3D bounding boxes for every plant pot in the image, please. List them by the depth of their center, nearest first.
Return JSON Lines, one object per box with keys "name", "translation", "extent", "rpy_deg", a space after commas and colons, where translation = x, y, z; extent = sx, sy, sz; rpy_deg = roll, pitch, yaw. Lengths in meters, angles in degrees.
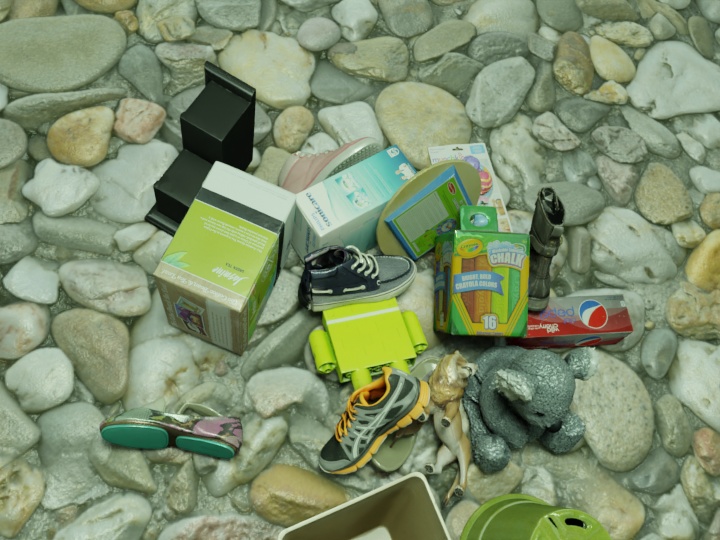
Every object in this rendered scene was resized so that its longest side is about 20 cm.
{"name": "plant pot", "translation": [0.014, 0.403, 0.890], "extent": [0.197, 0.178, 0.202], "rpy_deg": [-18, 70, -17]}
{"name": "plant pot", "translation": [0.247, 0.390, 0.928], "extent": [0.197, 0.191, 0.203], "rpy_deg": [3, 65, -7]}

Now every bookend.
{"name": "bookend", "translation": [-0.254, -0.177, 1.093], "extent": [0.091, 0.199, 0.201], "rpy_deg": [29, 66, 3]}

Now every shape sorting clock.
{"name": "shape sorting clock", "translation": [0.110, -0.095, 1.119], "extent": [0.198, 0.201, 0.039], "rpy_deg": [-20, 54, -17]}

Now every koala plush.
{"name": "koala plush", "translation": [0.245, 0.174, 1.016], "extent": [0.175, 0.201, 0.186], "rpy_deg": [-12, 68, -13]}

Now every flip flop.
{"name": "flip flop", "translation": [0.075, 0.210, 1.052], "extent": [0.081, 0.058, 0.200], "rpy_deg": [37, 66, 8]}

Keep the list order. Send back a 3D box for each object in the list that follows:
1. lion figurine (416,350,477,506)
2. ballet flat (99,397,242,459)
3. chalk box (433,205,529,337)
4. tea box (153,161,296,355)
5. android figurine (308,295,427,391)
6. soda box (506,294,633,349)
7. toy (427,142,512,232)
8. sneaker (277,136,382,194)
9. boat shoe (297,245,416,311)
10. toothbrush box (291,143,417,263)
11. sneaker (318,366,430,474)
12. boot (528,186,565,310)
{"name": "lion figurine", "translation": [0.133, 0.230, 1.029], "extent": [0.071, 0.203, 0.122], "rpy_deg": [3, 19, 22]}
{"name": "ballet flat", "translation": [-0.265, 0.220, 0.996], "extent": [0.197, 0.070, 0.072], "rpy_deg": [10, 47, -9]}
{"name": "chalk box", "translation": [0.187, -0.001, 1.092], "extent": [0.123, 0.124, 0.204], "rpy_deg": [1, 89, -8]}
{"name": "tea box", "translation": [-0.194, -0.011, 1.029], "extent": [0.132, 0.200, 0.199], "rpy_deg": [23, 66, 1]}
{"name": "android figurine", "translation": [0.010, 0.102, 1.084], "extent": [0.179, 0.041, 0.202], "rpy_deg": [-12, 54, -14]}
{"name": "soda box", "translation": [0.339, 0.086, 1.146], "extent": [0.197, 0.064, 0.071], "rpy_deg": [-2, 66, -9]}
{"name": "toy", "translation": [0.200, -0.150, 1.237], "extent": [0.113, 0.047, 0.203], "rpy_deg": [-6, 68, -13]}
{"name": "sneaker", "translation": [-0.061, -0.176, 1.154], "extent": [0.199, 0.075, 0.106], "rpy_deg": [-38, 60, 20]}
{"name": "boat shoe", "translation": [0.000, 0.000, 1.077], "extent": [0.197, 0.093, 0.075], "rpy_deg": [-17, 55, -17]}
{"name": "toothbrush box", "translation": [-0.009, -0.093, 1.125], "extent": [0.198, 0.147, 0.086], "rpy_deg": [-31, 71, -19]}
{"name": "sneaker", "translation": [0.005, 0.209, 0.991], "extent": [0.077, 0.079, 0.200], "rpy_deg": [39, 104, -25]}
{"name": "boot", "translation": [0.285, -0.053, 1.110], "extent": [0.068, 0.176, 0.201], "rpy_deg": [3, 33, -2]}
